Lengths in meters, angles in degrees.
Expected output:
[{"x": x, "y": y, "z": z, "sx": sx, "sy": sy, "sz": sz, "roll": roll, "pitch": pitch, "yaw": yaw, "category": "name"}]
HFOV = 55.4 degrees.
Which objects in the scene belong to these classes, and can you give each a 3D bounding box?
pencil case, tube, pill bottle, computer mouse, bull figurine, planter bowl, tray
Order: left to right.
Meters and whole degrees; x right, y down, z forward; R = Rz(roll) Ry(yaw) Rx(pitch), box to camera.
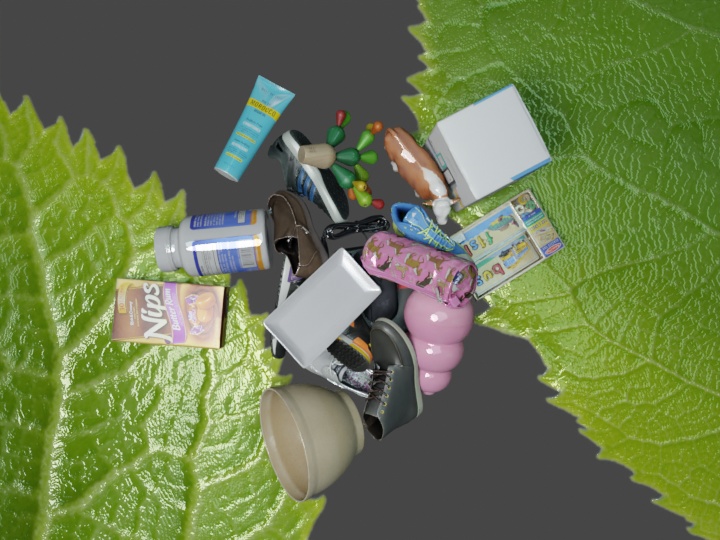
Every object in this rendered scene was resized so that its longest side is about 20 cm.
[{"x": -0.264, "y": -0.048, "z": 1.244, "sx": 0.199, "sy": 0.112, "sz": 0.113, "roll": -5, "pitch": 88, "yaw": -1, "category": "pill bottle"}, {"x": -0.204, "y": -0.264, "z": 1.289, "sx": 0.077, "sy": 0.050, "sz": 0.201, "roll": 28, "pitch": 82, "yaw": -7, "category": "tube"}, {"x": -0.078, "y": 0.287, "z": 1.209, "sx": 0.134, "sy": 0.200, "sz": 0.201, "roll": -13, "pitch": 88, "yaw": -29, "category": "planter bowl"}, {"x": -0.064, "y": 0.062, "z": 1.170, "sx": 0.107, "sy": 0.022, "sz": 0.200, "roll": 48, "pitch": 66, "yaw": -5, "category": "tray"}, {"x": 0.000, "y": 0.000, "z": 1.239, "sx": 0.140, "sy": 0.046, "sz": 0.201, "roll": -5, "pitch": 87, "yaw": -14, "category": "computer mouse"}, {"x": 0.097, "y": -0.004, "z": 1.154, "sx": 0.200, "sy": 0.086, "sz": 0.083, "roll": 23, "pitch": 107, "yaw": 35, "category": "pencil case"}, {"x": 0.109, "y": -0.174, "z": 1.249, "sx": 0.065, "sy": 0.121, "sz": 0.200, "roll": -32, "pitch": 89, "yaw": -1, "category": "bull figurine"}]

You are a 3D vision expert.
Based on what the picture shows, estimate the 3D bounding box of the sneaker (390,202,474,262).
[{"x": 0.117, "y": -0.052, "z": 1.209, "sx": 0.076, "sy": 0.105, "sz": 0.200, "roll": -48, "pitch": 56, "yaw": -3, "category": "sneaker"}]

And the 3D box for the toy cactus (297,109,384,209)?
[{"x": -0.030, "y": -0.206, "z": 1.243, "sx": 0.164, "sy": 0.102, "sz": 0.201, "roll": -3, "pitch": 80, "yaw": -33, "category": "toy cactus"}]

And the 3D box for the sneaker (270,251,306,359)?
[{"x": -0.113, "y": 0.068, "z": 1.263, "sx": 0.087, "sy": 0.076, "sz": 0.201, "roll": 11, "pitch": 88, "yaw": -7, "category": "sneaker"}]

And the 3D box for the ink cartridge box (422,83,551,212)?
[{"x": 0.215, "y": -0.208, "z": 1.213, "sx": 0.146, "sy": 0.200, "sz": 0.146, "roll": -27, "pitch": 90, "yaw": -2, "category": "ink cartridge box"}]

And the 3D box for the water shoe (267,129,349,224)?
[{"x": -0.095, "y": -0.164, "z": 1.283, "sx": 0.079, "sy": 0.071, "sz": 0.200, "roll": -31, "pitch": 92, "yaw": 27, "category": "water shoe"}]

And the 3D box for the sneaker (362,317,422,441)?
[{"x": 0.043, "y": 0.188, "z": 1.176, "sx": 0.106, "sy": 0.075, "sz": 0.201, "roll": -30, "pitch": 110, "yaw": -40, "category": "sneaker"}]

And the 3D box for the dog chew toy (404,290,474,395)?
[{"x": 0.133, "y": 0.125, "z": 1.216, "sx": 0.124, "sy": 0.125, "sz": 0.201, "roll": 6, "pitch": 105, "yaw": -1, "category": "dog chew toy"}]

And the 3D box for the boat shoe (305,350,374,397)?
[{"x": -0.034, "y": 0.183, "z": 1.260, "sx": 0.200, "sy": 0.069, "sz": 0.072, "roll": 33, "pitch": 88, "yaw": 0, "category": "boat shoe"}]

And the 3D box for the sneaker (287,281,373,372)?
[{"x": -0.044, "y": 0.088, "z": 1.235, "sx": 0.200, "sy": 0.070, "sz": 0.090, "roll": 46, "pitch": 44, "yaw": -3, "category": "sneaker"}]

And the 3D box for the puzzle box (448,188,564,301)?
[{"x": 0.267, "y": -0.047, "z": 1.296, "sx": 0.200, "sy": 0.025, "sz": 0.133, "roll": -32, "pitch": 89, "yaw": -2, "category": "puzzle box"}]

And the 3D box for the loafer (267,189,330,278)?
[{"x": -0.123, "y": -0.068, "z": 1.231, "sx": 0.071, "sy": 0.073, "sz": 0.200, "roll": -7, "pitch": 53, "yaw": -37, "category": "loafer"}]

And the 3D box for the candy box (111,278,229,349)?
[{"x": -0.349, "y": 0.079, "z": 1.266, "sx": 0.199, "sy": 0.056, "sz": 0.117, "roll": 4, "pitch": 89, "yaw": 1, "category": "candy box"}]

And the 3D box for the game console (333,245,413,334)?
[{"x": 0.057, "y": 0.036, "z": 1.290, "sx": 0.199, "sy": 0.031, "sz": 0.178, "roll": -8, "pitch": 85, "yaw": -2, "category": "game console"}]
